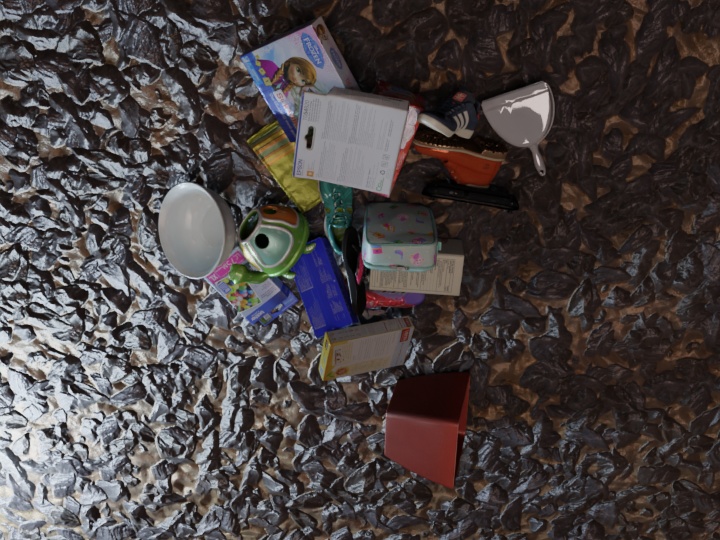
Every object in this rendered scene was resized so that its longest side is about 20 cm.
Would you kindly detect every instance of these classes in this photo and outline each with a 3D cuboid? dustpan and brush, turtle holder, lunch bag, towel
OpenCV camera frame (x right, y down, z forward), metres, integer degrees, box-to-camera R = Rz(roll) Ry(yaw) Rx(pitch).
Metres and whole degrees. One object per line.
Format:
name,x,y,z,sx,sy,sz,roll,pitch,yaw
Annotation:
dustpan and brush,0.338,-0.275,1.644,0.138,0.057,0.201,-14,111,23
turtle holder,-0.198,-0.060,1.725,0.185,0.142,0.131,-31,138,34
lunch bag,0.084,-0.068,1.679,0.159,0.201,0.078,4,121,-2
towel,-0.149,-0.216,1.712,0.086,0.018,0.201,-29,114,18

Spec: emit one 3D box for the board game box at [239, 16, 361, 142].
board game box,-0.107,-0.361,1.568,0.198,0.041,0.201,-10,122,40

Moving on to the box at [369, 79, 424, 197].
box,0.048,-0.263,1.632,0.099,0.096,0.201,19,118,-6

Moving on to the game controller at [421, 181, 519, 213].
game controller,0.226,-0.148,1.685,0.198,0.104,0.043,10,87,-2

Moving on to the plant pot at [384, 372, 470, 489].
plant pot,0.155,0.361,1.927,0.175,0.200,0.201,8,120,13

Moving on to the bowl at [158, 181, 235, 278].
bowl,-0.329,-0.089,1.727,0.200,0.090,0.203,7,102,36

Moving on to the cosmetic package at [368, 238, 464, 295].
cosmetic package,0.120,-0.014,1.771,0.198,0.087,0.104,5,118,1

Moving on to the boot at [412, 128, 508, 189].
boot,0.190,-0.221,1.658,0.198,0.075,0.108,12,125,-12

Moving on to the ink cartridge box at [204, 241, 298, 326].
ink cartridge box,-0.247,0.039,1.846,0.119,0.042,0.200,-36,113,20

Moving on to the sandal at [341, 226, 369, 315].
sandal,0.000,0.000,1.731,0.045,0.075,0.202,2,114,25

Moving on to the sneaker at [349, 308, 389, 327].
sneaker,0.018,0.156,1.872,0.128,0.080,0.200,-7,131,-8

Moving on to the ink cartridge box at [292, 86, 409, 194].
ink cartridge box,-0.022,-0.248,1.543,0.198,0.041,0.201,11,133,-3

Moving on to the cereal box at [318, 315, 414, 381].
cereal box,0.012,0.172,1.798,0.198,0.040,0.145,-10,141,-20

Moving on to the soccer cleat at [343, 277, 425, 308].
soccer cleat,0.045,0.060,1.821,0.198,0.077,0.067,7,121,0

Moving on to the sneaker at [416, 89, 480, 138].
sneaker,0.174,-0.307,1.563,0.075,0.200,0.085,31,110,20

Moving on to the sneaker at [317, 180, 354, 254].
sneaker,-0.044,-0.127,1.714,0.077,0.080,0.201,-9,122,-2

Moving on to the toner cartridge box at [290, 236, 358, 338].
toner cartridge box,-0.084,0.037,1.776,0.094,0.043,0.202,-23,83,19
